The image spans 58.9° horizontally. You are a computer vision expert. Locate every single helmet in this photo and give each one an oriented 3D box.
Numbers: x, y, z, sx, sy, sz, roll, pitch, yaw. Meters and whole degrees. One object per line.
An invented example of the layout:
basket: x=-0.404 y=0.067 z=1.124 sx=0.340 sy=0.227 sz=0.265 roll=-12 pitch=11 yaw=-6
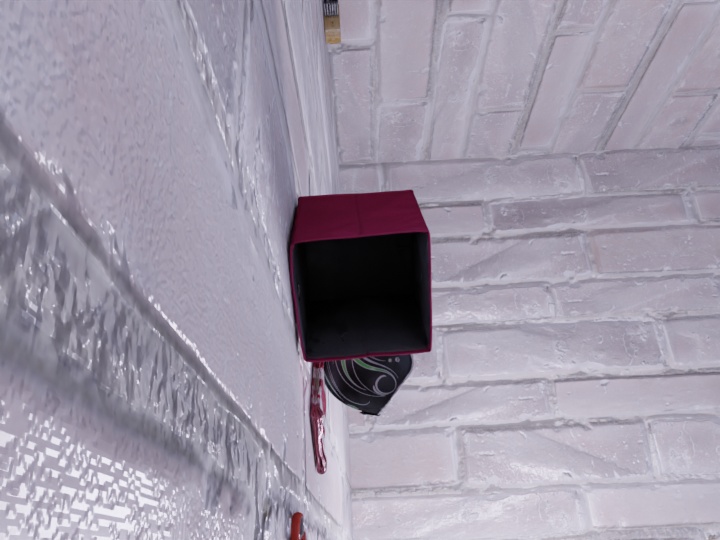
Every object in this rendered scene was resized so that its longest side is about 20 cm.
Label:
helmet: x=0.007 y=0.190 z=1.360 sx=0.200 sy=0.190 sz=0.200 roll=-54 pitch=174 yaw=-8

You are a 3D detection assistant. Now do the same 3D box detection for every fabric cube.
fabric cube: x=0.000 y=0.000 z=0.988 sx=0.200 sy=0.199 sz=0.197 roll=-97 pitch=-177 yaw=-65

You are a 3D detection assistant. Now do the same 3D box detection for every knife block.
knife block: x=-0.114 y=-1.023 z=2.547 sx=0.200 sy=0.064 sz=0.177 roll=85 pitch=3 yaw=-86

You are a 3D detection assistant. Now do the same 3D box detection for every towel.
towel: x=-0.073 y=0.250 z=1.181 sx=0.200 sy=0.023 sz=0.145 roll=-93 pitch=-179 yaw=-57

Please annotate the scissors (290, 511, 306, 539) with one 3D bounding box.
scissors: x=-0.073 y=0.340 z=0.814 sx=0.200 sy=0.014 sz=0.074 roll=84 pitch=3 yaw=-75
